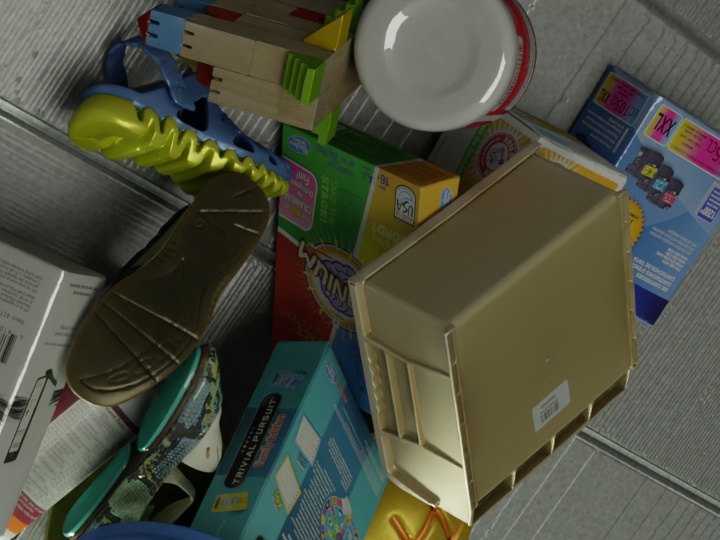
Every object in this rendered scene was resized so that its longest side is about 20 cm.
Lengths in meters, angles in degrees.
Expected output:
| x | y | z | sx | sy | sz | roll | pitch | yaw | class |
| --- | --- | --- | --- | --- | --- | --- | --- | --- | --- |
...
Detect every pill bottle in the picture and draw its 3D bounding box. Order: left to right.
| x | y | z | sx | sy | sz | roll | pitch | yaw | class |
| --- | --- | --- | --- | --- | --- | --- | --- | --- | --- |
| -0.219 | 0.097 | 1.478 | 0.200 | 0.110 | 0.110 | -40 | 126 | -5 | pill bottle |
| 0.067 | -0.157 | 1.441 | 0.112 | 0.200 | 0.113 | 1 | 95 | 11 | pill bottle |

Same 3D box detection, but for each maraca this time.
| x | y | z | sx | sy | sz | roll | pitch | yaw | class |
| --- | --- | --- | --- | --- | --- | --- | --- | --- | --- |
| 0.050 | 0.197 | 1.678 | 0.199 | 0.107 | 0.138 | -11 | 125 | -48 | maraca |

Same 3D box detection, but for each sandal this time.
| x | y | z | sx | sy | sz | roll | pitch | yaw | class |
| --- | --- | --- | --- | --- | --- | --- | --- | --- | --- |
| -0.122 | -0.107 | 1.452 | 0.200 | 0.079 | 0.088 | 28 | 59 | -46 | sandal |

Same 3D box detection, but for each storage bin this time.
| x | y | z | sx | sy | sz | roll | pitch | yaw | class |
| --- | --- | --- | --- | --- | --- | --- | --- | --- | --- |
| 0.104 | 0.049 | 1.466 | 0.200 | 0.093 | 0.199 | -37 | 135 | -31 | storage bin |

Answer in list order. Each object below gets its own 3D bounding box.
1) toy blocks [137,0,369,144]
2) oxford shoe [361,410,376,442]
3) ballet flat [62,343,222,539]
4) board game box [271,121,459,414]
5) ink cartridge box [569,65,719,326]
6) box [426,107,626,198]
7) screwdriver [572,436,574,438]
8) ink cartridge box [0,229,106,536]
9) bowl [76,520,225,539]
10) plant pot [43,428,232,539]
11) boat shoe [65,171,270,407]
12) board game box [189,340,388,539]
| x | y | z | sx | sy | sz | roll | pitch | yaw | class |
| --- | --- | --- | --- | --- | --- | --- | --- | --- | --- |
| -0.071 | -0.159 | 1.397 | 0.136 | 0.200 | 0.100 | 17 | 113 | 10 | toy blocks |
| 0.071 | 0.104 | 1.661 | 0.199 | 0.071 | 0.072 | -26 | 129 | -15 | oxford shoe |
| -0.138 | 0.134 | 1.436 | 0.074 | 0.074 | 0.200 | 18 | 126 | -33 | ballet flat |
| 0.000 | 0.000 | 1.515 | 0.040 | 0.153 | 0.201 | -19 | 123 | -40 | board game box |
| 0.217 | -0.046 | 1.657 | 0.136 | 0.076 | 0.201 | 25 | 103 | -35 | ink cartridge box |
| 0.099 | -0.025 | 1.581 | 0.112 | 0.101 | 0.201 | 22 | 103 | -41 | box |
| 0.086 | 0.092 | 1.591 | 0.028 | 0.199 | 0.029 | -6 | 109 | -55 | screwdriver |
| -0.285 | 0.067 | 1.378 | 0.201 | 0.145 | 0.084 | -67 | 165 | 2 | ink cartridge box |
| -0.126 | 0.247 | 1.390 | 0.199 | 0.039 | 0.201 | 9 | 135 | 10 | bowl |
| -0.113 | 0.222 | 1.571 | 0.187 | 0.187 | 0.200 | -52 | 138 | 5 | plant pot |
| -0.137 | 0.018 | 1.411 | 0.072 | 0.066 | 0.201 | 39 | 68 | -8 | boat shoe |
| -0.051 | 0.175 | 1.470 | 0.200 | 0.047 | 0.151 | -65 | 144 | -40 | board game box |
